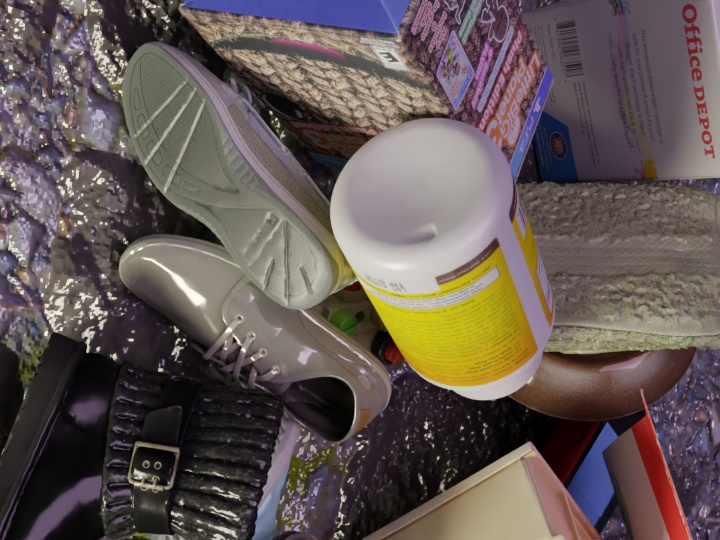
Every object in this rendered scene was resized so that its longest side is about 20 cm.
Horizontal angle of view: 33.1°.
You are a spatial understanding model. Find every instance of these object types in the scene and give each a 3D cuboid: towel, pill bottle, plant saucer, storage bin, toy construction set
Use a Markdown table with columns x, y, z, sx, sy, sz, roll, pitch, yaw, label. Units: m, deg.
| x | y | z | sx | sy | sz | roll | pitch | yaw | label |
| --- | --- | --- | --- | --- | --- | --- | --- | --- | --- |
| 0.181 | -0.006 | 0.903 | 0.199 | 0.037 | 0.149 | 0 | 57 | -2 | towel |
| 0.060 | 0.004 | 0.761 | 0.109 | 0.109 | 0.200 | -58 | 148 | -20 | pill bottle |
| 0.171 | 0.016 | 0.941 | 0.201 | 0.200 | 0.037 | -53 | 165 | -23 | plant saucer |
| 0.095 | 0.263 | 0.872 | 0.200 | 0.094 | 0.199 | -32 | 119 | 10 | storage bin |
| 0.000 | 0.000 | 0.853 | 0.199 | 0.092 | 0.132 | 2 | 114 | -31 | toy construction set |

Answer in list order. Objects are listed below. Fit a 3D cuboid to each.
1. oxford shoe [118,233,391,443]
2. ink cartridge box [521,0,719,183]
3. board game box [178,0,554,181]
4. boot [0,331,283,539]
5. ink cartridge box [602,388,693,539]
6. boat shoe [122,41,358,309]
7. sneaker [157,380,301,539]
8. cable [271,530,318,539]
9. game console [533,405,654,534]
| x | y | z | sx | sy | sz | roll | pitch | yaw | label |
| --- | --- | --- | --- | --- | --- | --- | --- | --- | --- |
| -0.069 | 0.045 | 0.779 | 0.200 | 0.075 | 0.058 | 34 | 42 | -9 | oxford shoe |
| 0.251 | -0.159 | 0.973 | 0.144 | 0.200 | 0.148 | -21 | 105 | -35 | ink cartridge box |
| 0.011 | -0.143 | 0.772 | 0.200 | 0.159 | 0.097 | 44 | 64 | -56 | board game box |
| -0.143 | 0.152 | 0.717 | 0.157 | 0.079 | 0.212 | 21 | 77 | -9 | boot |
| 0.216 | 0.193 | 0.874 | 0.200 | 0.050 | 0.162 | 51 | 22 | -60 | ink cartridge box |
| -0.075 | -0.063 | 0.770 | 0.202 | 0.074 | 0.065 | 47 | 30 | 12 | boat shoe |
| -0.087 | 0.165 | 0.820 | 0.201 | 0.074 | 0.082 | -66 | 155 | -21 | sneaker |
| -0.063 | 0.217 | 0.739 | 0.200 | 0.050 | 0.098 | -8 | 74 | -46 | cable |
| 0.200 | 0.163 | 1.001 | 0.200 | 0.118 | 0.173 | -52 | 120 | -23 | game console |
